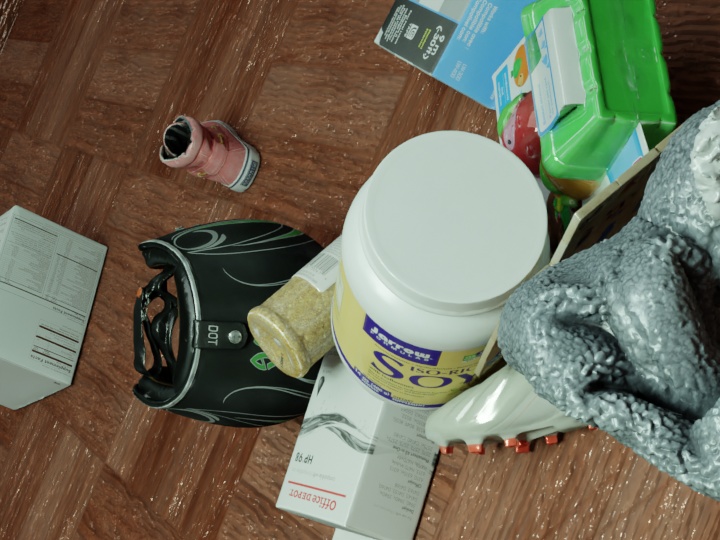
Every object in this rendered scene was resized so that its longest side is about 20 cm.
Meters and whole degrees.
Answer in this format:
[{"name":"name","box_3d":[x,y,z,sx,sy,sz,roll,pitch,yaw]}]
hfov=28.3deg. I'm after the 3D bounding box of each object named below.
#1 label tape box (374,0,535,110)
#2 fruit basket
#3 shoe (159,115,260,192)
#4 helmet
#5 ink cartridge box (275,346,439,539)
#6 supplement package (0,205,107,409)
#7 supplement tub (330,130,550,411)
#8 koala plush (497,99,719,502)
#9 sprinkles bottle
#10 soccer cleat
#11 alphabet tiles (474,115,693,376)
[{"name":"label tape box","box_3d":[0.103,-0.232,1.259,0.144,0.066,0.200,-61,27,9]},{"name":"fruit basket","box_3d":[0.139,-0.108,1.020,0.200,0.093,0.188,140,130,-57]},{"name":"shoe","box_3d":[-0.192,-0.148,1.662,0.072,0.090,0.200,-63,29,3]},{"name":"helmet","box_3d":[-0.098,0.046,1.261,0.199,0.189,0.203,-1,89,55]},{"name":"ink cartridge box","box_3d":[0.002,0.149,1.144,0.115,0.066,0.202,-1,68,58]},{"name":"supplement package","box_3d":[-0.463,0.054,1.911,0.190,0.146,0.202,-23,49,51]},{"name":"supplement tub","box_3d":[0.054,0.004,1.011,0.200,0.143,0.147,100,180,-67]},{"name":"koala plush","box_3d":[0.186,-0.006,0.769,0.182,0.177,0.202,27,100,17]},{"name":"sprinkles bottle","box_3d":[0.000,0.000,1.162,0.200,0.069,0.068,-40,21,-22]},{"name":"soccer cleat","box_3d":[0.123,0.080,0.987,0.199,0.069,0.079,-21,70,43]},{"name":"alphabet tiles","box_3d":[0.147,-0.019,0.892,0.167,0.008,0.200,-38,-15,-19]}]
